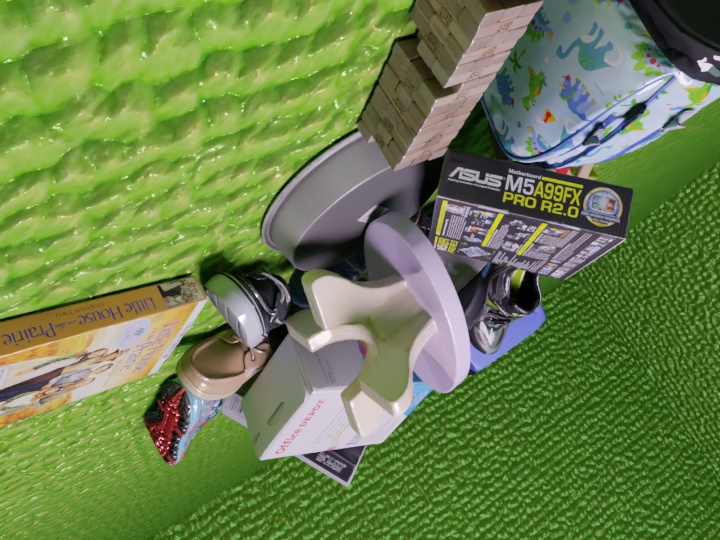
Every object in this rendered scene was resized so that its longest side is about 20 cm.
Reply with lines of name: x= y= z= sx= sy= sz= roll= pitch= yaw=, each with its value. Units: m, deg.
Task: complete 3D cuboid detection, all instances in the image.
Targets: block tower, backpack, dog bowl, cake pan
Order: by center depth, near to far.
block tower: x=0.061 y=-0.147 z=0.431 sx=0.053 sy=0.058 sz=0.200 roll=-23 pitch=164 yaw=-29
backpack: x=0.177 y=-0.161 z=0.477 sx=0.151 sy=0.166 sz=0.200 roll=-22 pitch=171 yaw=-7
cake pan: x=0.001 y=-0.065 z=0.604 sx=0.198 sy=0.037 sz=0.201 roll=-31 pitch=165 yaw=-9
dog bowl: x=0.092 y=-0.003 z=0.840 sx=0.200 sy=0.059 sz=0.200 roll=-43 pitch=-175 yaw=5
backpack: x=0.172 y=0.028 z=1.017 sx=0.160 sy=0.170 sz=0.200 roll=-28 pitch=-158 yaw=-8

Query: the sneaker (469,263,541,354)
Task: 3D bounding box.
sneaker: x=0.191 y=0.042 z=0.856 sx=0.069 sy=0.083 sz=0.202 roll=-2 pitch=131 yaw=-21

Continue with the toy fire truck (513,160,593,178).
toy fire truck: x=0.235 y=-0.111 z=0.772 sx=0.139 sy=0.048 sz=0.204 roll=8 pitch=101 yaw=-39

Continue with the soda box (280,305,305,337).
soda box: x=-0.036 y=0.077 z=0.928 sx=0.068 sy=0.064 sz=0.199 roll=-38 pitch=164 yaw=19

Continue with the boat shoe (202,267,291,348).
boat shoe: x=-0.106 y=0.028 z=0.642 sx=0.071 sy=0.072 sz=0.200 roll=-39 pitch=177 yaw=-11

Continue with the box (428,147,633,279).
box: x=0.146 y=-0.046 z=0.611 sx=0.200 sy=0.157 sz=0.045 roll=68 pitch=37 yaw=-79

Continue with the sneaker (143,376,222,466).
sneaker: x=-0.230 y=0.199 z=0.879 sx=0.095 sy=0.080 sz=0.200 roll=-23 pitch=162 yaw=-41

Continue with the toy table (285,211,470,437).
toy table: x=0.020 y=0.060 z=0.608 sx=0.116 sy=0.203 sz=0.183 roll=-32 pitch=-157 yaw=-23

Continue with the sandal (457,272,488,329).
sandal: x=0.132 y=0.034 z=0.791 sx=0.076 sy=0.043 sz=0.200 roll=-40 pitch=-175 yaw=20

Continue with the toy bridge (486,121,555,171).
toy bridge: x=0.181 y=-0.089 z=0.690 sx=0.068 sy=0.027 sz=0.200 roll=-50 pitch=128 yaw=-8

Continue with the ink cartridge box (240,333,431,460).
ink cartridge box: x=-0.027 y=0.150 z=0.786 sx=0.197 sy=0.085 sz=0.145 roll=4 pitch=135 yaw=-41

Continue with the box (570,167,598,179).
box: x=0.293 y=-0.128 z=1.009 sx=0.117 sy=0.049 sz=0.199 roll=-41 pitch=166 yaw=29

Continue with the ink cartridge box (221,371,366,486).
ink cartridge box: x=-0.071 y=0.191 z=0.917 sx=0.048 sy=0.195 sz=0.200 roll=-64 pitch=174 yaw=22

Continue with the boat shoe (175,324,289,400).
boat shoe: x=-0.139 y=0.091 z=0.757 sx=0.065 sy=0.072 sz=0.199 roll=-44 pitch=172 yaw=22

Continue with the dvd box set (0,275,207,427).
dvd box set: x=-0.242 y=0.074 z=0.543 sx=0.198 sy=0.030 sz=0.146 roll=-16 pitch=158 yaw=-47

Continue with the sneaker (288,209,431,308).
sneaker: x=0.000 y=0.000 z=0.742 sx=0.197 sy=0.078 sz=0.085 roll=-25 pitch=168 yaw=-29
